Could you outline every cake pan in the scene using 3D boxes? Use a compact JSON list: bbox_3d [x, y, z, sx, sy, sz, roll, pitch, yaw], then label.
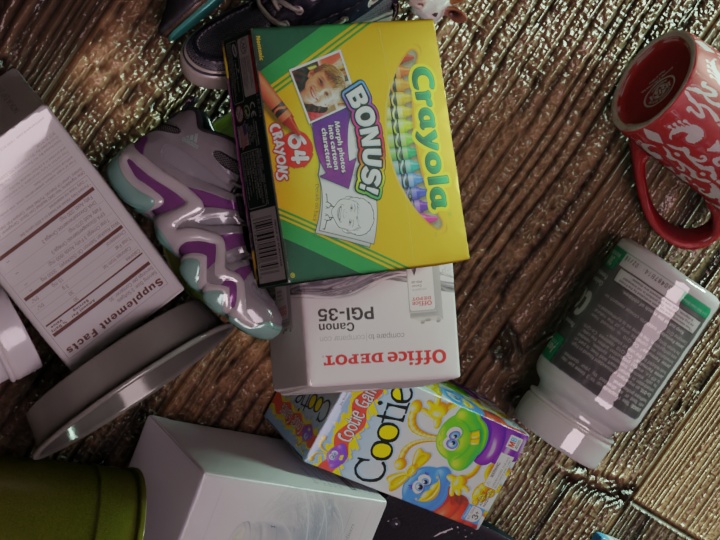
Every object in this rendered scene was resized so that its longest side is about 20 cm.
[{"bbox_3d":[-0.195,0.087,1.617,0.200,0.200,0.037,-34,86,-8],"label":"cake pan"}]

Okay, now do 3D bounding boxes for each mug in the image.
[{"bbox_3d":[0.327,-0.107,1.796,0.200,0.133,0.178,32,93,-27],"label":"mug"}]

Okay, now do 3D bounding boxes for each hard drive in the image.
[{"bbox_3d":[0.064,0.279,1.862,0.200,0.042,0.135,28,109,-32],"label":"hard drive"}]

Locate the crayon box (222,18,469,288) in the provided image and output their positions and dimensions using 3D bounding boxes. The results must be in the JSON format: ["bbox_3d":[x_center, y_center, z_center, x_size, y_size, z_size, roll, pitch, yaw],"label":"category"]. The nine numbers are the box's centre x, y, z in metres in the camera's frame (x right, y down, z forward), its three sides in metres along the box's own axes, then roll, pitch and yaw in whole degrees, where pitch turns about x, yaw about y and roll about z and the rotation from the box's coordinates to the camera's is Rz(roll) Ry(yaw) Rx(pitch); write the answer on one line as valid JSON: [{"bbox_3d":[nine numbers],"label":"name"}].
[{"bbox_3d":[-0.010,-0.095,1.558,0.172,0.058,0.200,-8,89,-31],"label":"crayon box"}]

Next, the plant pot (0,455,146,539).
[{"bbox_3d":[-0.303,0.237,1.625,0.193,0.200,0.201,18,102,-18],"label":"plant pot"}]

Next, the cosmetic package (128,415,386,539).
[{"bbox_3d":[-0.116,0.254,1.727,0.200,0.123,0.200,13,104,-34],"label":"cosmetic package"}]

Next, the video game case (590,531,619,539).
[{"bbox_3d":[0.286,0.362,2.021,0.200,0.018,0.143,24,99,-29],"label":"video game case"}]

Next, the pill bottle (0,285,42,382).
[{"bbox_3d":[-0.364,0.089,1.574,0.200,0.111,0.111,-29,118,-11],"label":"pill bottle"}]

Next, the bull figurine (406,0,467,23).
[{"bbox_3d":[0.123,-0.279,1.665,0.200,0.065,0.122,-18,142,-24],"label":"bull figurine"}]

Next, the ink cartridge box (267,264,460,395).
[{"bbox_3d":[0.000,0.000,1.641,0.146,0.083,0.200,-2,85,-24],"label":"ink cartridge box"}]

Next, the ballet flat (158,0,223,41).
[{"bbox_3d":[-0.095,-0.268,1.587,0.200,0.073,0.073,-35,120,-1],"label":"ballet flat"}]

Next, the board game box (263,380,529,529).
[{"bbox_3d":[0.033,0.141,1.773,0.200,0.105,0.103,24,98,-30],"label":"board game box"}]

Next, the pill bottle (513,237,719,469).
[{"bbox_3d":[0.237,0.079,1.835,0.113,0.113,0.200,32,94,-30],"label":"pill bottle"}]

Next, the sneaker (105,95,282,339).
[{"bbox_3d":[-0.098,-0.054,1.584,0.140,0.078,0.200,-41,87,7],"label":"sneaker"}]

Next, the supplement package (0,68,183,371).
[{"bbox_3d":[-0.254,-0.040,1.569,0.117,0.117,0.200,-38,120,-6],"label":"supplement package"}]

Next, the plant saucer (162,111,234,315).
[{"bbox_3d":[-0.082,-0.054,1.690,0.200,0.031,0.200,-8,112,-21],"label":"plant saucer"}]

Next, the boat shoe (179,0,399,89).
[{"bbox_3d":[-0.057,-0.222,1.594,0.200,0.075,0.093,-26,151,-22],"label":"boat shoe"}]
